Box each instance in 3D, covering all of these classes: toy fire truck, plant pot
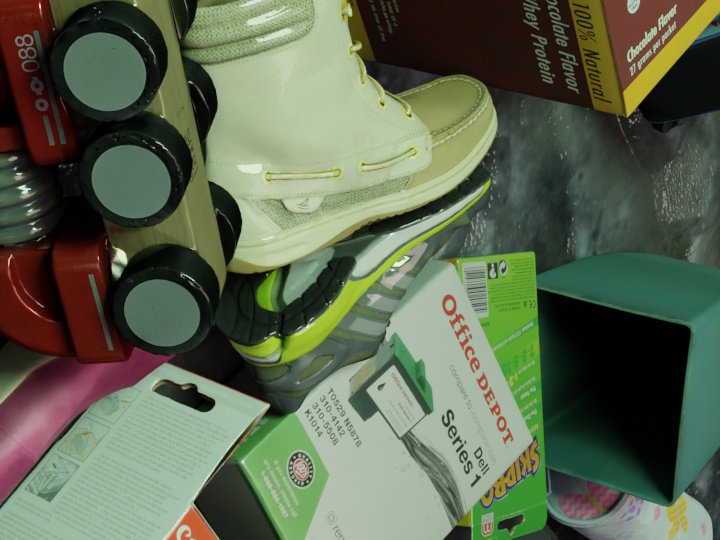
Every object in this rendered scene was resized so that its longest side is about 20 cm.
[{"bbox_3d":[-0.169,-0.038,0.692,0.129,0.199,0.177,-80,163,-60],"label":"toy fire truck"},{"bbox_3d":[0.223,0.062,1.191,0.200,0.141,0.142,-26,123,-51],"label":"plant pot"}]

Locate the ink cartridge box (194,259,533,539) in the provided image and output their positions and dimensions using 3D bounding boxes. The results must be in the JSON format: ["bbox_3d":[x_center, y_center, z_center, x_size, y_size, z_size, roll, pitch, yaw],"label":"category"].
[{"bbox_3d":[-0.001,0.104,0.946,0.200,0.084,0.147,-42,118,-32],"label":"ink cartridge box"}]

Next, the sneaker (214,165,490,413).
[{"bbox_3d":[0.000,0.000,0.873,0.200,0.074,0.081,-38,143,-28],"label":"sneaker"}]

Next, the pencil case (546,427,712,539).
[{"bbox_3d":[0.221,0.197,1.278,0.200,0.090,0.084,40,55,-51],"label":"pencil case"}]

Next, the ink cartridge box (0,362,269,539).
[{"bbox_3d":[-0.134,0.142,0.802,0.200,0.109,0.050,-51,137,-24],"label":"ink cartridge box"}]

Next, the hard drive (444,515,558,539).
[{"bbox_3d":[0.071,0.215,1.143,0.140,0.033,0.200,-59,140,-16],"label":"hard drive"}]

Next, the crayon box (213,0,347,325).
[{"bbox_3d":[-0.063,-0.086,0.848,0.125,0.051,0.201,-28,124,-42],"label":"crayon box"}]

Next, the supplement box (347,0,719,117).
[{"bbox_3d":[0.081,-0.217,0.851,0.133,0.199,0.198,-46,135,-28],"label":"supplement box"}]

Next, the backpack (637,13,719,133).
[{"bbox_3d":[0.261,-0.221,1.096,0.134,0.182,0.201,34,62,-34],"label":"backpack"}]

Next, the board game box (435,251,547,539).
[{"bbox_3d":[0.093,0.090,1.088,0.095,0.030,0.201,-5,90,-50],"label":"board game box"}]

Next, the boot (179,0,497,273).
[{"bbox_3d":[-0.009,-0.104,0.804,0.200,0.072,0.155,-29,125,-32],"label":"boot"}]

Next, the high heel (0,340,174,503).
[{"bbox_3d":[-0.159,0.082,0.775,0.199,0.067,0.096,-23,111,-38],"label":"high heel"}]
